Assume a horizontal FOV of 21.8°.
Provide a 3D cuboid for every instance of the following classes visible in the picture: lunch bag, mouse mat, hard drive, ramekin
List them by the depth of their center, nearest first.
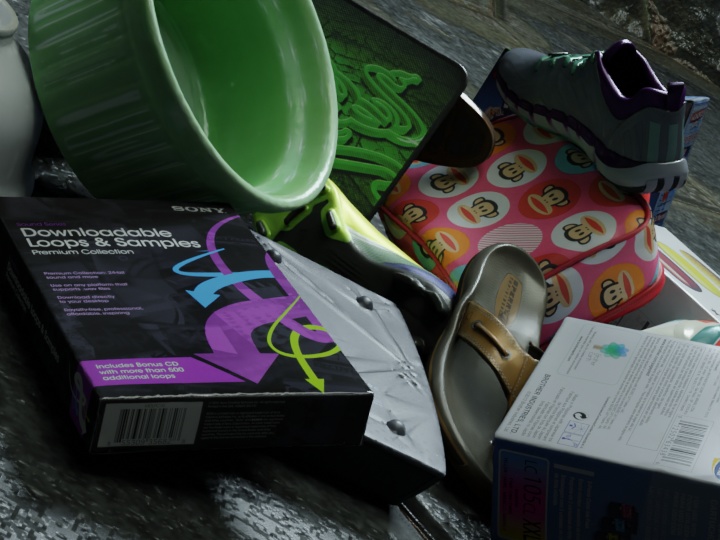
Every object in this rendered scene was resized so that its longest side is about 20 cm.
[{"bbox_3d":[-0.025,0.051,1.049,0.134,0.042,0.200,27,20,-19],"label":"hard drive"},{"bbox_3d":[-0.105,-0.120,1.097,0.200,0.097,0.201,39,43,-49],"label":"ramekin"},{"bbox_3d":[-0.046,-0.124,1.296,0.199,0.161,0.008,33,-12,15],"label":"mouse mat"},{"bbox_3d":[0.118,-0.033,1.300,0.200,0.176,0.082,53,-13,52],"label":"lunch bag"}]

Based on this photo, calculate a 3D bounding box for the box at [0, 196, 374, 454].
[{"bbox_3d":[-0.097,0.022,0.939,0.142,0.036,0.200,1,28,-29],"label":"box"}]

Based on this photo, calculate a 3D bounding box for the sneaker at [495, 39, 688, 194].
[{"bbox_3d":[0.165,-0.132,1.293,0.074,0.088,0.200,-12,34,-28],"label":"sneaker"}]

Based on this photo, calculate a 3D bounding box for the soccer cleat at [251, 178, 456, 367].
[{"bbox_3d":[0.000,0.001,1.218,0.200,0.065,0.084,42,1,30],"label":"soccer cleat"}]

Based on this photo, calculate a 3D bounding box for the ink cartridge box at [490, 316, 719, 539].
[{"bbox_3d":[0.186,0.105,1.026,0.199,0.077,0.137,9,32,22],"label":"ink cartridge box"}]

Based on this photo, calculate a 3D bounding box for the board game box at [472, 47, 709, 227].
[{"bbox_3d":[0.178,-0.084,1.499,0.200,0.200,0.062,37,19,13],"label":"board game box"}]

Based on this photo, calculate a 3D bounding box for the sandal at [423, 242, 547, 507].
[{"bbox_3d":[0.089,0.052,1.118,0.082,0.055,0.200,42,40,-18],"label":"sandal"}]

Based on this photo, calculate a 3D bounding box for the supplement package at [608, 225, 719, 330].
[{"bbox_3d":[0.223,0.057,1.352,0.113,0.110,0.200,14,26,-47],"label":"supplement package"}]

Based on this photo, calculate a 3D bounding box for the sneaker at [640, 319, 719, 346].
[{"bbox_3d":[0.172,0.088,1.203,0.199,0.071,0.093,-30,26,-34],"label":"sneaker"}]

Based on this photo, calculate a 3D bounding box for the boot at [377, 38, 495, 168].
[{"bbox_3d":[0.031,-0.140,1.360,0.199,0.075,0.097,31,27,23],"label":"boot"}]

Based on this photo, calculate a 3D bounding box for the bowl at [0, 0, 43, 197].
[{"bbox_3d":[-0.254,-0.124,1.045,0.200,0.091,0.201,29,18,-10],"label":"bowl"}]
